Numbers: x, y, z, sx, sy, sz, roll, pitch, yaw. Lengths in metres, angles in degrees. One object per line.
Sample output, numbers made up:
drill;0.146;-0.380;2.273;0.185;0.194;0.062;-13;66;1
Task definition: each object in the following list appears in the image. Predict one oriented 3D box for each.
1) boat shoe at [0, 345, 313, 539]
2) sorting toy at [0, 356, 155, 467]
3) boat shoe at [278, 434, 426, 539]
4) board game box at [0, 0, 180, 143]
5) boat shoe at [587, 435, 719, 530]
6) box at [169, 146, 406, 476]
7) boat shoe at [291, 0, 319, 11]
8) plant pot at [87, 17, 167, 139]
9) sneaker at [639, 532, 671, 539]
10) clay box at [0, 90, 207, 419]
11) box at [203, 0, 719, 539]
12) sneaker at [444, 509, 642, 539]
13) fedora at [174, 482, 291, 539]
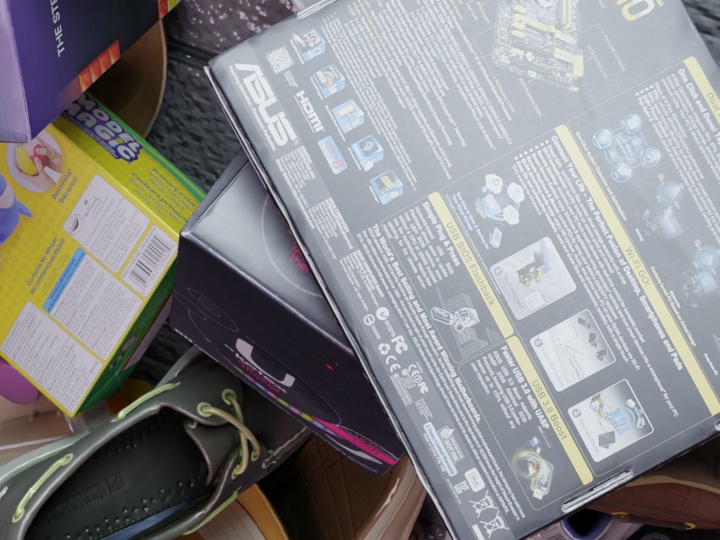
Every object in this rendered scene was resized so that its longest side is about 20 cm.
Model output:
boat shoe;-0.081;0.083;1.045;0.072;0.202;0.060;66;162;-17
sorting toy;-0.205;0.028;1.135;0.200;0.107;0.180;-12;114;35
boat shoe;-0.002;0.133;1.134;0.065;0.072;0.200;3;140;-25
board game box;-0.127;-0.172;0.862;0.057;0.165;0.200;4;120;18
boat shoe;0.124;0.065;0.889;0.200;0.072;0.068;10;158;-29
box;0.000;0.000;0.927;0.122;0.106;0.200;35;167;2
boat shoe;0.024;-0.094;0.928;0.200;0.067;0.074;36;134;-1
plant pot;-0.172;-0.128;1.039;0.200;0.027;0.200;15;132;18
sneaker;0.100;0.176;1.008;0.075;0.115;0.200;58;177;6
clay box;-0.166;-0.042;1.021;0.200;0.048;0.115;42;121;10
box;0.061;-0.021;0.799;0.161;0.049;0.200;-29;82;0
sneaker;0.090;0.101;1.035;0.074;0.087;0.200;36;135;-3
fedora;-0.095;0.179;1.143;0.201;0.082;0.201;23;118;53
